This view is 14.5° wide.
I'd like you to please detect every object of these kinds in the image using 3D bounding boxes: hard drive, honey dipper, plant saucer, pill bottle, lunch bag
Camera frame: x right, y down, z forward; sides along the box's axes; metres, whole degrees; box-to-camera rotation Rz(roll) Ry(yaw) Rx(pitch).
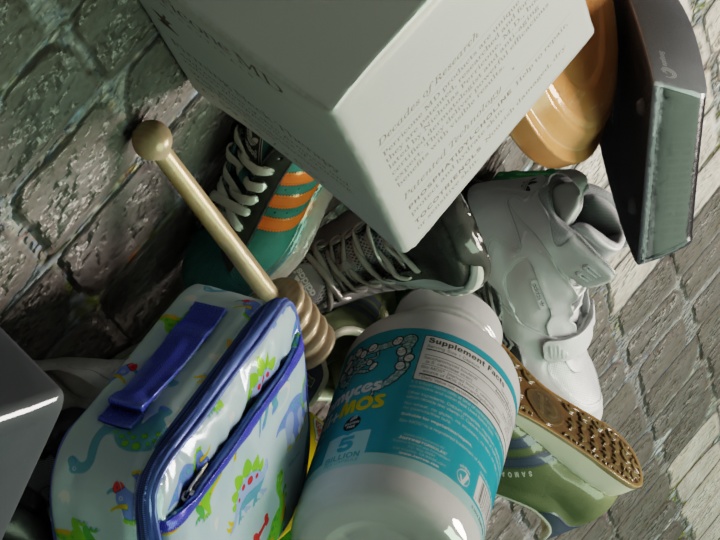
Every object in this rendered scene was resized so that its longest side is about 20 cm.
[{"bbox_3d":[0.179,-0.101,1.761,0.200,0.042,0.135,-96,-173,-63],"label":"hard drive"},{"bbox_3d":[-0.073,-0.017,1.608,0.038,0.038,0.200,-47,132,-15],"label":"honey dipper"},{"bbox_3d":[0.110,-0.162,1.683,0.200,0.032,0.201,34,52,-57],"label":"plant saucer"},{"bbox_3d":[0.032,0.101,1.682,0.200,0.110,0.111,-71,178,-47],"label":"pill bottle"},{"bbox_3d":[-0.096,0.111,1.574,0.200,0.082,0.161,-53,148,-50],"label":"lunch bag"}]

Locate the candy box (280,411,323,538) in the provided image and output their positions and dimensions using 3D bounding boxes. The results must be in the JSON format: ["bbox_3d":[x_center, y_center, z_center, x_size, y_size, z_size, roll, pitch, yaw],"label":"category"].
[{"bbox_3d":[-0.097,0.181,1.856,0.200,0.026,0.102,-43,-163,13],"label":"candy box"}]

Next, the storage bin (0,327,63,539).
[{"bbox_3d":[-0.234,0.089,1.402,0.145,0.134,0.200,-19,142,-55],"label":"storage bin"}]

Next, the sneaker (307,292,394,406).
[{"bbox_3d":[-0.015,0.050,1.832,0.200,0.090,0.067,-10,132,-61],"label":"sneaker"}]

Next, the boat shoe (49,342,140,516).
[{"bbox_3d":[-0.148,0.106,1.702,0.200,0.076,0.060,-31,152,-20],"label":"boat shoe"}]

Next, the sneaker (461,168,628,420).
[{"bbox_3d":[0.135,0.019,1.848,0.200,0.115,0.075,60,37,-22],"label":"sneaker"}]

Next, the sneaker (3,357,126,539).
[{"bbox_3d":[-0.179,0.111,1.577,0.200,0.075,0.114,-11,100,-54],"label":"sneaker"}]

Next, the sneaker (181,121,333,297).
[{"bbox_3d":[-0.051,-0.065,1.646,0.080,0.071,0.200,21,112,-48],"label":"sneaker"}]

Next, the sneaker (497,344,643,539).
[{"bbox_3d":[0.082,0.105,1.836,0.090,0.200,0.067,-44,-161,27],"label":"sneaker"}]

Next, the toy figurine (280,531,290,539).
[{"bbox_3d":[0.014,0.139,1.985,0.200,0.150,0.184,-29,-177,31],"label":"toy figurine"}]

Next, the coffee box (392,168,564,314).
[{"bbox_3d":[0.068,0.014,1.957,0.200,0.044,0.123,-48,-164,-14],"label":"coffee box"}]

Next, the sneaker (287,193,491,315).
[{"bbox_3d":[0.000,0.000,1.695,0.115,0.075,0.200,-26,-176,-14],"label":"sneaker"}]

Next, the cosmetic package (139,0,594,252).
[{"bbox_3d":[-0.001,-0.147,1.463,0.166,0.167,0.200,-49,158,-8],"label":"cosmetic package"}]

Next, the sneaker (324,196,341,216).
[{"bbox_3d":[0.031,-0.099,1.722,0.200,0.088,0.075,-50,161,-3],"label":"sneaker"}]
